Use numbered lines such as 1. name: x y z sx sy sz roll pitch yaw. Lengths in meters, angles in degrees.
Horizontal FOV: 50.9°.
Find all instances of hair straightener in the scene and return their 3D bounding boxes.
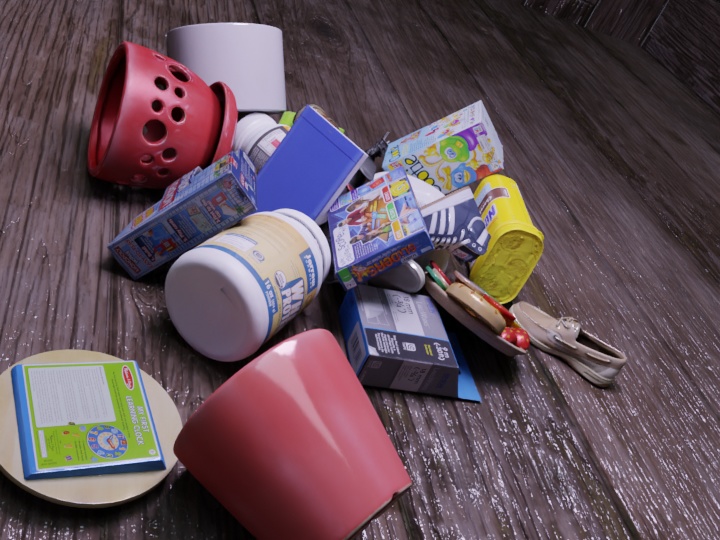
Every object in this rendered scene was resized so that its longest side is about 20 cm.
1. hair straightener: 0.026 -0.186 1.259 0.041 0.077 0.200 49 25 -8

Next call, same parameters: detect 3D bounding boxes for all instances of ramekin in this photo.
1. ramekin: 0.074 -0.079 1.275 0.198 0.098 0.202 17 35 -12

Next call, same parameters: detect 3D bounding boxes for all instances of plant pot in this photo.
1. plant pot: -0.295 -0.213 1.132 0.181 0.201 0.201 16 33 -32
2. plant pot: -0.055 0.188 0.756 0.178 0.201 0.199 49 39 17

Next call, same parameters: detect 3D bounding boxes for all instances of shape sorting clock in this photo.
1. shape sorting clock: -0.279 0.156 0.771 0.198 0.040 0.201 18 33 -12

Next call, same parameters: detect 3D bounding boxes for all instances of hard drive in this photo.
1. hard drive: -0.095 -0.133 1.150 0.132 0.201 0.025 43 11 25

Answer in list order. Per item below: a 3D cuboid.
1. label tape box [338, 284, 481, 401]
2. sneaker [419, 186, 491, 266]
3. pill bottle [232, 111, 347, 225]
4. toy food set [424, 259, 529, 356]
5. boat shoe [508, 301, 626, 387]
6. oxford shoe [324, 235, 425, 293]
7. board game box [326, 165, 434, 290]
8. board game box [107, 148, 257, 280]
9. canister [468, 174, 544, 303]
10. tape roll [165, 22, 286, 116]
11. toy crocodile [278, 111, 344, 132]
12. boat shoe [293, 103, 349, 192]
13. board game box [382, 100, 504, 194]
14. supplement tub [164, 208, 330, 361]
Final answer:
1. label tape box: 0.079 0.100 1.065 0.198 0.064 0.145 11 36 -21
2. sneaker: 0.119 -0.047 1.150 0.199 0.070 0.109 -27 89 -33
3. pill bottle: -0.124 -0.169 1.251 0.200 0.117 0.116 43 37 25
4. toy food set: 0.173 0.055 1.139 0.199 0.049 0.198 31 10 -37
5. boat shoe: 0.335 0.105 1.228 0.199 0.065 0.072 37 35 16
6. oxford shoe: 0.000 0.000 1.115 0.198 0.076 0.058 15 38 23
7. board game box: 0.021 -0.066 1.075 0.035 0.134 0.201 59 11 -32
8. board game box: -0.236 -0.082 1.016 0.062 0.199 0.200 55 6 -23
9. canister: 0.238 -0.060 1.318 0.086 0.150 0.201 17 32 -13
10. tape roll: -0.231 -0.342 1.315 0.200 0.141 0.203 -3 9 1
11. toy crocodile: -0.082 -0.241 1.378 0.061 0.068 0.200 22 7 22
12. boat shoe: -0.043 -0.195 1.303 0.200 0.076 0.074 50 -6 -36
13. board game box: 0.154 -0.211 1.401 0.104 0.198 0.105 58 24 -25
14. supplement tub: -0.137 0.011 0.970 0.144 0.146 0.200 33 34 11
